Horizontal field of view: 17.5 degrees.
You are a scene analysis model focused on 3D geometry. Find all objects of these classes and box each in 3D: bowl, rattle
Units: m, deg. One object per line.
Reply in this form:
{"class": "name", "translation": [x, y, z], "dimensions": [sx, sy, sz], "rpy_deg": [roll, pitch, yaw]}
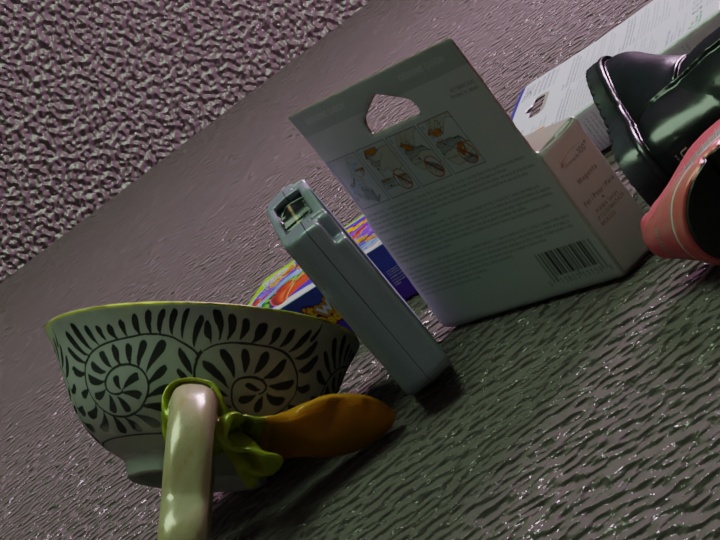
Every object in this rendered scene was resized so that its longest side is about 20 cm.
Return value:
{"class": "bowl", "translation": [-0.101, 0.086, 1.467], "dimensions": [0.200, 0.200, 0.095], "rpy_deg": [-21, 63, 56]}
{"class": "rattle", "translation": [-0.060, 0.154, 1.315], "dimensions": [0.200, 0.142, 0.131], "rpy_deg": [-94, 24, -60]}

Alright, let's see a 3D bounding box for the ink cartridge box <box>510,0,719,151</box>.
{"class": "ink cartridge box", "translation": [0.199, -0.148, 1.728], "dimensions": [0.199, 0.041, 0.200], "rpy_deg": [-33, 11, 21]}

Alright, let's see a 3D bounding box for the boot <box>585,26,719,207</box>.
{"class": "boot", "translation": [0.229, -0.126, 1.437], "dimensions": [0.168, 0.076, 0.200], "rpy_deg": [-38, 17, 14]}

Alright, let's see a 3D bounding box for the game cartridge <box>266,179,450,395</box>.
{"class": "game cartridge", "translation": [-0.001, 0.012, 1.443], "dimensions": [0.040, 0.133, 0.200], "rpy_deg": [-43, 10, 2]}

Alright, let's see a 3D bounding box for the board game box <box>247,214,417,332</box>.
{"class": "board game box", "translation": [0.000, 0.000, 1.731], "dimensions": [0.199, 0.045, 0.135], "rpy_deg": [-33, 12, 23]}

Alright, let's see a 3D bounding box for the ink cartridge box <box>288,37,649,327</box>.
{"class": "ink cartridge box", "translation": [0.065, -0.057, 1.418], "dimensions": [0.044, 0.174, 0.200], "rpy_deg": [-43, 12, -30]}

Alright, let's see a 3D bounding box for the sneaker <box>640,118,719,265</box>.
{"class": "sneaker", "translation": [0.222, -0.077, 1.273], "dimensions": [0.200, 0.074, 0.087], "rpy_deg": [-42, 10, -22]}
